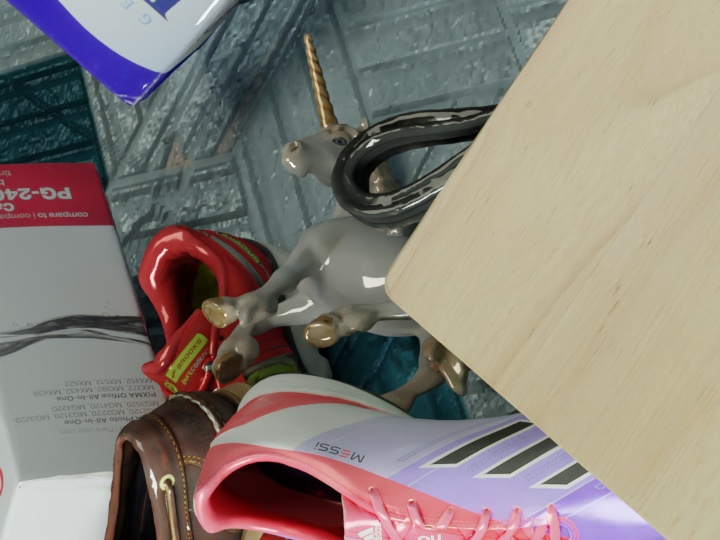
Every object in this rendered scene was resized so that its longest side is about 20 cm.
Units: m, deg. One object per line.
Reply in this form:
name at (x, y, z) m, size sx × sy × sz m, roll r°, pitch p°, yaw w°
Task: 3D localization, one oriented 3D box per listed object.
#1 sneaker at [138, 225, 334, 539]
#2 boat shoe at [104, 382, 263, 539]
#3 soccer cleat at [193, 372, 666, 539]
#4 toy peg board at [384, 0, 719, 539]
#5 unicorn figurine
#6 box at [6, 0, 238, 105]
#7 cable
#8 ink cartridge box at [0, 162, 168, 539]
sneaker at (-0.055, 0.059, 1.231) m, size 0.077 × 0.085 × 0.200 m, roll -49°, pitch 42°, yaw 25°
boat shoe at (-0.087, 0.137, 1.189) m, size 0.070 × 0.070 × 0.201 m, roll 34°, pitch 128°, yaw 36°
soccer cleat at (0.032, 0.087, 1.073) m, size 0.199 × 0.069 × 0.073 m, roll 8°, pitch 33°, yaw 24°
toy peg board at (0.150, -0.013, 1.010) m, size 0.199 × 0.098 × 0.200 m, roll 40°, pitch 107°, yaw 22°
unicorn figurine at (0.000, 0.000, 1.192) m, size 0.200 × 0.137 × 0.074 m, roll 33°, pitch 139°, yaw 30°
box at (-0.102, -0.214, 1.318) m, size 0.200 × 0.184 × 0.105 m, roll -47°, pitch 5°, yaw 26°
cable at (0.085, -0.062, 1.129) m, size 0.200 × 0.050 × 0.097 m, roll -37°, pitch 58°, yaw 18°
ink cartridge box at (-0.152, 0.070, 1.307) m, size 0.146 × 0.083 × 0.201 m, roll 110°, pitch 151°, yaw -41°
